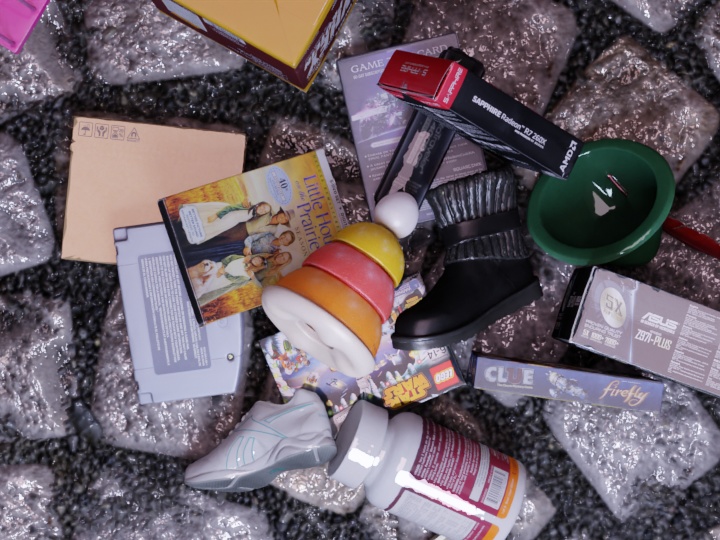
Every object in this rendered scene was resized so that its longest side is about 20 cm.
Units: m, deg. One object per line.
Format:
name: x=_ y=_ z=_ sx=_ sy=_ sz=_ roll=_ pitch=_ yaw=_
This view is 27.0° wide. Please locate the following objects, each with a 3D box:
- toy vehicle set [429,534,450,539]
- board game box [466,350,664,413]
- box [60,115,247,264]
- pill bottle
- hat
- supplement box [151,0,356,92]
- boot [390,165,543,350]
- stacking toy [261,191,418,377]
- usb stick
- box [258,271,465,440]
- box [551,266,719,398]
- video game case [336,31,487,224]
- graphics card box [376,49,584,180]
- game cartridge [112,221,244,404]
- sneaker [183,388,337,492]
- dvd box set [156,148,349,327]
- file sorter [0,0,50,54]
toy vehicle set: x=0.062 y=0.396 z=1.686 sx=0.199 sy=0.027 sz=0.125 roll=-38 pitch=89 yaw=0
board game box: x=0.219 y=0.120 z=1.634 sx=0.198 sy=0.135 sz=0.035 roll=8 pitch=89 yaw=0
box: x=-0.234 y=-0.083 z=1.699 sx=0.198 sy=0.021 sz=0.165 roll=6 pitch=92 yaw=0
pill bottle: x=0.072 y=0.221 z=1.632 sx=0.198 sy=0.110 sz=0.110 roll=25 pitch=90 yaw=-9
hat: x=0.306 y=-0.029 z=1.689 sx=0.166 sy=0.176 sz=0.199 roll=-50 pitch=46 yaw=-9
supplement box: x=-0.116 y=-0.308 z=1.612 sx=0.196 sy=0.200 sz=0.134 roll=29 pitch=90 yaw=1
boot: x=0.099 y=-0.015 z=1.629 sx=0.210 sy=0.079 sz=0.159 roll=-26 pitch=104 yaw=-34
stacking toy: x=0.000 y=0.000 z=1.619 sx=0.146 sy=0.146 sz=0.201 roll=35 pitch=73 yaw=1
usb stick: x=0.077 y=-0.152 z=1.674 sx=0.055 sy=0.033 sz=0.202 roll=25 pitch=89 yaw=-9
box: x=0.002 y=0.102 z=1.685 sx=0.198 sy=0.040 sz=0.138 roll=-24 pitch=90 yaw=1
box: x=0.319 y=0.068 z=1.618 sx=0.198 sy=0.164 sz=0.087 roll=20 pitch=90 yaw=2
video game case: x=0.062 y=-0.156 z=1.699 sx=0.141 sy=0.019 sz=0.202 roll=-13 pitch=88 yaw=1
graphics card box: x=0.129 y=-0.167 z=1.603 sx=0.199 sy=0.125 sz=0.051 roll=28 pitch=88 yaw=-31
game cartridge: x=-0.198 y=0.043 z=1.680 sx=0.132 sy=0.042 sz=0.202 roll=-8 pitch=97 yaw=-2
sneaker: x=-0.112 y=0.192 z=1.658 sx=0.199 sy=0.070 sz=0.081 roll=-23 pitch=64 yaw=26
dvd box set: x=-0.109 y=-0.038 z=1.655 sx=0.198 sy=0.029 sz=0.148 roll=-18 pitch=91 yaw=-23
file sorter: x=-0.400 y=-0.369 z=1.656 sx=0.138 sy=0.125 sz=0.201 roll=31 pitch=90 yaw=1
